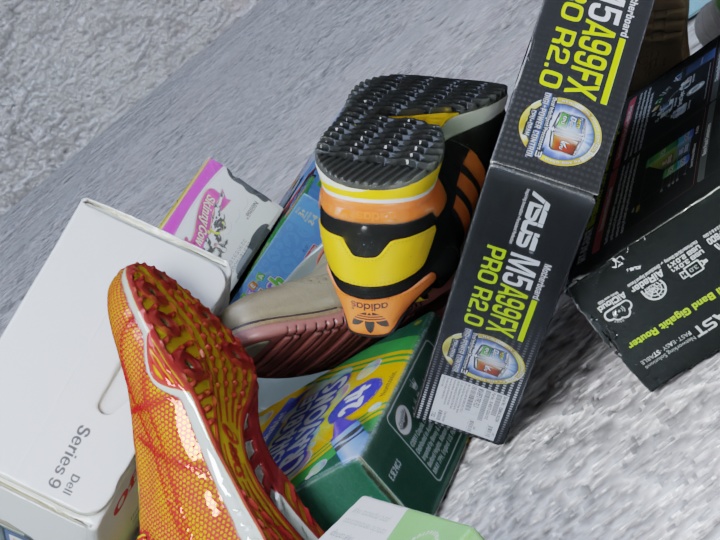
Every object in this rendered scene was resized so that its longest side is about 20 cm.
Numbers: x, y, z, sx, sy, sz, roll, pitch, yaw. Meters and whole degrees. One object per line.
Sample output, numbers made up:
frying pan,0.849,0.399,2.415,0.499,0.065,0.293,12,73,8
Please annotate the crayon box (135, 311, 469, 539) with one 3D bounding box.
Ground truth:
crayon box,-0.041,0.111,1.008,0.200,0.052,0.126,-33,15,31

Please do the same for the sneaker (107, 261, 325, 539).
sneaker,-0.073,0.085,0.911,0.077,0.201,0.073,-37,-30,25

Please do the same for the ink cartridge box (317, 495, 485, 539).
ink cartridge box,-0.031,0.173,0.732,0.200,0.067,0.117,-44,13,-15

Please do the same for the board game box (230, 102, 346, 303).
board game box,-0.043,-0.023,1.401,0.151,0.037,0.200,-55,5,25

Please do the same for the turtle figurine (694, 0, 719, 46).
turtle figurine,0.244,-0.188,1.057,0.200,0.144,0.194,-38,-4,-22

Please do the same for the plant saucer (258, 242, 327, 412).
plant saucer,0.003,0.008,1.233,0.200,0.050,0.200,-38,14,11

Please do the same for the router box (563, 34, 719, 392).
router box,0.173,-0.051,0.916,0.150,0.062,0.200,-34,14,26

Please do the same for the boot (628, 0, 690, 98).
boot,0.125,-0.150,1.082,0.200,0.072,0.167,100,165,-58

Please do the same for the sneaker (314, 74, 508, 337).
sneaker,0.022,-0.033,1.001,0.070,0.090,0.200,7,19,13

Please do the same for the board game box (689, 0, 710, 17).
board game box,0.200,-0.241,1.382,0.105,0.103,0.200,-33,15,29

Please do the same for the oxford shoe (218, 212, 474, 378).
oxford shoe,0.000,0.000,1.047,0.200,0.075,0.070,-16,-14,-43

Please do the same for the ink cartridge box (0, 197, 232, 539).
ink cartridge box,-0.131,0.078,1.050,0.200,0.087,0.146,106,-171,-66

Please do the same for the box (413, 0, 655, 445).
box,0.077,-0.043,0.902,0.200,0.044,0.161,103,-174,-56

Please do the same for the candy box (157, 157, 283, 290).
candy box,-0.134,0.030,1.378,0.137,0.061,0.200,-58,6,-30
